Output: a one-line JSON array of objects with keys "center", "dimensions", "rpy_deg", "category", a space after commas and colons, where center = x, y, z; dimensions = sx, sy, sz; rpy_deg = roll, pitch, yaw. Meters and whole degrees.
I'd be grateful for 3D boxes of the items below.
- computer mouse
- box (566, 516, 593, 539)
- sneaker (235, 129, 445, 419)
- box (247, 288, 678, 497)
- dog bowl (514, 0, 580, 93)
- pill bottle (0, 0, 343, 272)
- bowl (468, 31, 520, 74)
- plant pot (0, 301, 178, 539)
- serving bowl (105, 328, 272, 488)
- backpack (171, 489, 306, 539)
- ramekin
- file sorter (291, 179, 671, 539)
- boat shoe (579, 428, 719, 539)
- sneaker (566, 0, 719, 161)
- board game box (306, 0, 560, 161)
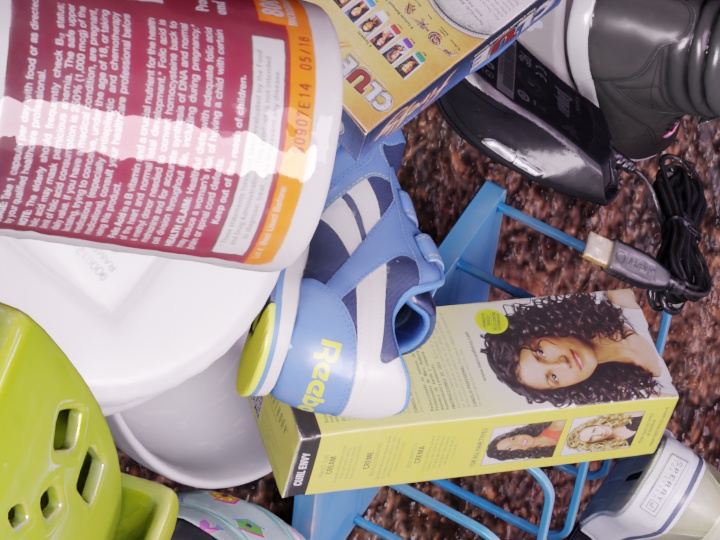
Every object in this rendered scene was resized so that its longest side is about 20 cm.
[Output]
[{"center": [0.099, -0.049, 1.488], "dimensions": [0.199, 0.046, 0.141], "rpy_deg": [33, 31, -22], "category": "computer mouse"}, {"center": [0.077, 0.234, 1.557], "dimensions": [0.201, 0.036, 0.143], "rpy_deg": [-61, 174, 9], "category": "box"}, {"center": [0.000, 0.000, 1.363], "dimensions": [0.201, 0.082, 0.074], "rpy_deg": [-72, -179, -48], "category": "sneaker"}, {"center": [0.049, 0.058, 1.403], "dimensions": [0.199, 0.076, 0.050], "rpy_deg": [-6, 141, -20], "category": "box"}, {"center": [0.119, -0.183, 1.584], "dimensions": [0.200, 0.058, 0.201], "rpy_deg": [-50, 150, -43], "category": "dog bowl"}, {"center": [-0.117, -0.068, 1.163], "dimensions": [0.199, 0.114, 0.115], "rpy_deg": [8, 89, -19], "category": "pill bottle"}, {"center": [0.000, -0.174, 1.415], "dimensions": [0.201, 0.200, 0.039], "rpy_deg": [-63, 178, -21], "category": "bowl"}, {"center": [-0.202, 0.125, 1.201], "dimensions": [0.182, 0.199, 0.200], "rpy_deg": [46, 61, -49], "category": "plant pot"}, {"center": [-0.082, 0.004, 1.419], "dimensions": [0.199, 0.066, 0.202], "rpy_deg": [-9, 102, -49], "category": "serving bowl"}, {"center": [-0.090, 0.208, 1.389], "dimensions": [0.126, 0.166, 0.202], "rpy_deg": [-5, 97, -69], "category": "backpack"}, {"center": [-0.125, -0.033, 1.270], "dimensions": [0.199, 0.098, 0.202], "rpy_deg": [0, 89, -19], "category": "ramekin"}, {"center": [0.064, 0.085, 1.515], "dimensions": [0.200, 0.122, 0.139], "rpy_deg": [-54, 163, -34], "category": "file sorter"}, {"center": [0.161, 0.125, 1.518], "dimensions": [0.072, 0.062, 0.200], "rpy_deg": [-55, 180, -1], "category": "boat shoe"}, {"center": [0.178, -0.098, 1.579], "dimensions": [0.200, 0.099, 0.071], "rpy_deg": [53, 56, -66], "category": "sneaker"}, {"center": [-0.016, -0.168, 1.371], "dimensions": [0.135, 0.200, 0.035], "rpy_deg": [-38, 169, -19], "category": "board game box"}]
